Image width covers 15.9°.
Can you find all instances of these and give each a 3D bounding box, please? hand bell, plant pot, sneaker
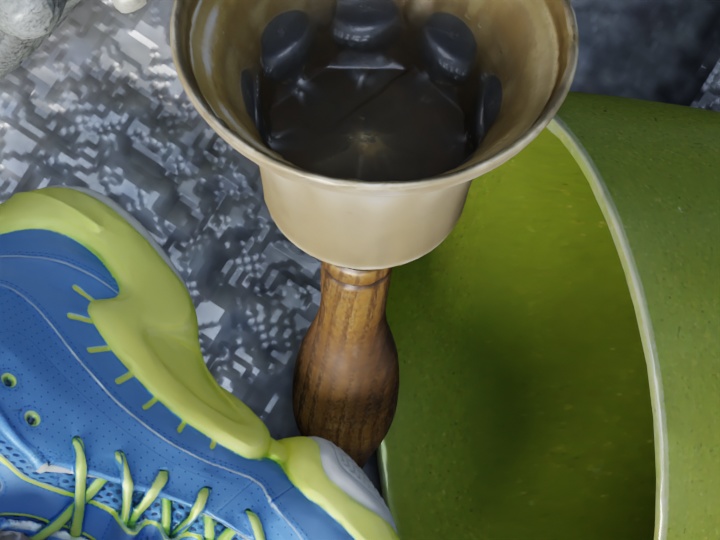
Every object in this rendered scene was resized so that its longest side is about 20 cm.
[{"bbox_3d":[0.000,0.000,0.729,0.104,0.200,0.104,1,52,-2],"label":"hand bell"},{"bbox_3d":[0.130,0.034,0.760,0.199,0.187,0.188,-5,87,-22],"label":"plant pot"},{"bbox_3d":[-0.068,0.067,0.736,0.105,0.076,0.200,-23,63,-43],"label":"sneaker"}]

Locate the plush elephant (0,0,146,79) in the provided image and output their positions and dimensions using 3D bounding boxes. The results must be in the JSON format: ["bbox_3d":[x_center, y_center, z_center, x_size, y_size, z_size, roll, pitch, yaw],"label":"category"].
[{"bbox_3d":[-0.078,-0.115,0.726,0.200,0.155,0.165,-28,134,-24],"label":"plush elephant"}]
